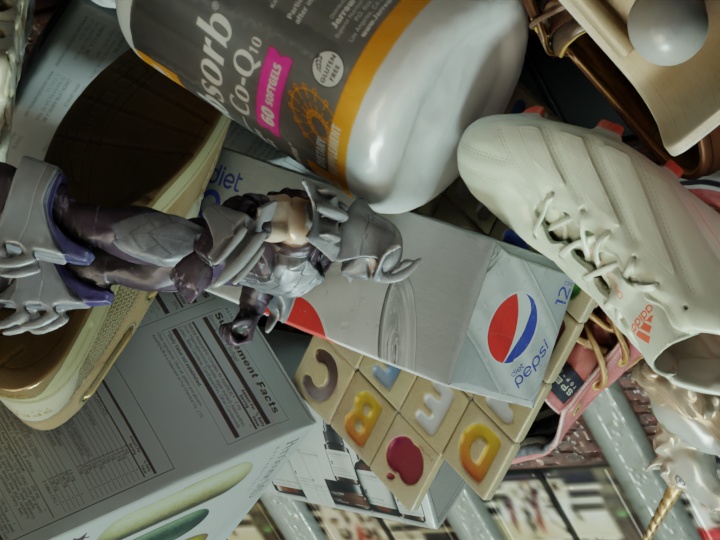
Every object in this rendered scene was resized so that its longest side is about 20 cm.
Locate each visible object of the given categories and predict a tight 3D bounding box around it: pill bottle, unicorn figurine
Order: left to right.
[{"bbox_3d":[-0.034,-0.120,1.242,0.199,0.116,0.117,33,142,23],"label":"pill bottle"},{"bbox_3d":[0.179,0.078,1.313,0.137,0.074,0.200,19,159,31],"label":"unicorn figurine"}]

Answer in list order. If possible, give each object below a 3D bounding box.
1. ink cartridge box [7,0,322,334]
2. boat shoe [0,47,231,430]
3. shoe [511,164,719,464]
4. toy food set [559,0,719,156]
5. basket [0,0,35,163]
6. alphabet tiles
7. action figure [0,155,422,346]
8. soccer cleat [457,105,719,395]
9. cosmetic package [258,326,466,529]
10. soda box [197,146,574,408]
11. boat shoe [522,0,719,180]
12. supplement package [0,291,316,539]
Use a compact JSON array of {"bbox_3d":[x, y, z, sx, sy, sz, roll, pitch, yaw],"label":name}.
[{"bbox_3d":[-0.075,-0.062,1.414,0.199,0.057,0.163,23,143,-15],"label":"ink cartridge box"},{"bbox_3d":[-0.112,-0.022,1.303,0.071,0.201,0.065,24,163,25],"label":"boat shoe"},{"bbox_3d":[0.113,0.024,1.306,0.071,0.091,0.200,43,140,-8],"label":"shoe"},{"bbox_3d":[0.111,-0.161,1.104,0.143,0.060,0.200,-39,103,21],"label":"toy food set"},{"bbox_3d":[-0.243,-0.101,1.261,0.197,0.162,0.201,7,139,-10],"label":"basket"},{"bbox_3d":[0.035,0.003,1.310,0.166,0.006,0.201,45,121,34],"label":"alphabet tiles"},{"bbox_3d":[-0.072,-0.006,1.197,0.198,0.070,0.130,1,160,9],"label":"action figure"},{"bbox_3d":[0.121,-0.001,1.187,0.199,0.078,0.069,29,150,13],"label":"soccer cleat"},{"bbox_3d":[-0.044,0.076,1.506,0.199,0.051,0.083,9,132,30],"label":"cosmetic package"},{"bbox_3d":[0.000,0.000,1.288,0.199,0.069,0.063,21,-177,43],"label":"soda box"},{"bbox_3d":[0.101,-0.124,1.187,0.200,0.068,0.072,49,142,-13],"label":"boat shoe"},{"bbox_3d":[-0.160,0.081,1.385,0.151,0.199,0.152,57,144,15],"label":"supplement package"}]
